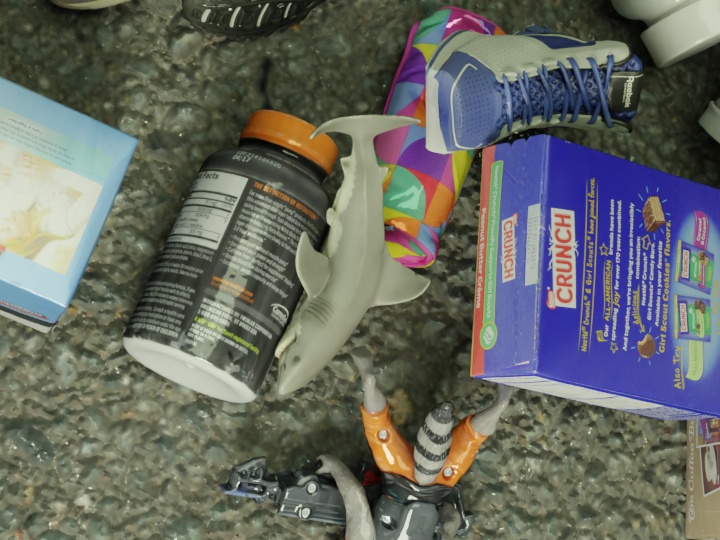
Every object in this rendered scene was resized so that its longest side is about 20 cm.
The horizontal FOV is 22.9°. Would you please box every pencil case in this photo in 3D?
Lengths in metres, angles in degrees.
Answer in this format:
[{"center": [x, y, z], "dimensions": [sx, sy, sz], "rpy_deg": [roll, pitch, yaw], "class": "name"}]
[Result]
[{"center": [0.048, -0.101, 1.351], "dimensions": [0.088, 0.088, 0.200], "rpy_deg": [26, 73, -10], "class": "pencil case"}]

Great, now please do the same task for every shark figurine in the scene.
[{"center": [0.009, -0.020, 1.246], "dimensions": [0.089, 0.128, 0.215], "rpy_deg": [20, 110, 14], "class": "shark figurine"}]

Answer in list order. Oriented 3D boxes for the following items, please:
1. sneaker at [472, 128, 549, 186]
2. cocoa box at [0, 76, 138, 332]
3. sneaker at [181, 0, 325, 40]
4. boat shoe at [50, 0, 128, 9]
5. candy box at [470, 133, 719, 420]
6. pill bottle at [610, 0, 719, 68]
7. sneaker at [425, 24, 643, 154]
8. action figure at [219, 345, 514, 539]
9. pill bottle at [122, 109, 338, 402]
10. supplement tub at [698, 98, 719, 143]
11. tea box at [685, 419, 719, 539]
[{"center": [0.155, -0.044, 1.388], "dimensions": [0.072, 0.072, 0.200], "rpy_deg": [-39, 79, 7], "class": "sneaker"}, {"center": [-0.274, -0.060, 1.222], "dimensions": [0.200, 0.131, 0.134], "rpy_deg": [24, 75, -11], "class": "cocoa box"}, {"center": [-0.052, -0.236, 1.358], "dimensions": [0.200, 0.074, 0.079], "rpy_deg": [-26, 79, -25], "class": "sneaker"}, {"center": [-0.154, -0.265, 1.313], "dimensions": [0.200, 0.073, 0.074], "rpy_deg": [-34, 59, -18], "class": "boat shoe"}, {"center": [0.178, 0.010, 1.264], "dimensions": [0.200, 0.077, 0.169], "rpy_deg": [15, 74, -35], "class": "candy box"}, {"center": [0.234, -0.270, 1.420], "dimensions": [0.109, 0.110, 0.200], "rpy_deg": [-25, 88, -19], "class": "pill bottle"}, {"center": [0.139, -0.137, 1.296], "dimensions": [0.199, 0.115, 0.081], "rpy_deg": [-24, 117, -50], "class": "sneaker"}, {"center": [0.009, 0.155, 1.263], "dimensions": [0.200, 0.105, 0.194], "rpy_deg": [4, 112, -19], "class": "action figure"}, {"center": [-0.085, -0.014, 1.283], "dimensions": [0.106, 0.106, 0.200], "rpy_deg": [27, 74, -10], "class": "pill bottle"}, {"center": [0.374, -0.159, 1.389], "dimensions": [0.145, 0.145, 0.200], "rpy_deg": [34, 104, -8], "class": "supplement tub"}, {"center": [0.365, 0.112, 1.376], "dimensions": [0.196, 0.134, 0.200], "rpy_deg": [5, 79, -15], "class": "tea box"}]
